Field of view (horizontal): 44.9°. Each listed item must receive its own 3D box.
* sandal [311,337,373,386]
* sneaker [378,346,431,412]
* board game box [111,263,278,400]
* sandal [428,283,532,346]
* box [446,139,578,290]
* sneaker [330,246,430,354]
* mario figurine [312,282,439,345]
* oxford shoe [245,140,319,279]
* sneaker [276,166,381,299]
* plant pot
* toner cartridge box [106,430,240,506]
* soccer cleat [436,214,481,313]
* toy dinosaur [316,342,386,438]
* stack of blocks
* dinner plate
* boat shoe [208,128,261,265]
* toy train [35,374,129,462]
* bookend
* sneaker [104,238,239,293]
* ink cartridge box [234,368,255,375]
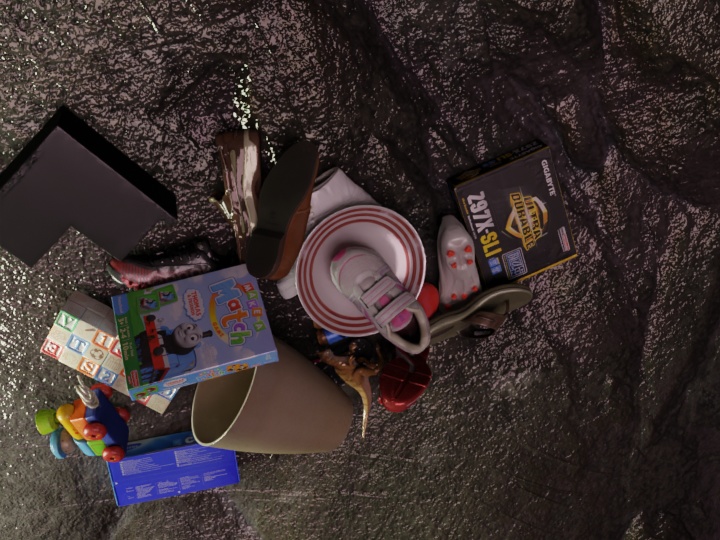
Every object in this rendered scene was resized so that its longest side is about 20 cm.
[{"bbox_3d":[-0.067,0.174,1.417,0.200,0.045,0.075,-36,124,-12],"label":"sandal"},{"bbox_3d":[0.065,0.192,1.370,0.078,0.200,0.116,17,117,9],"label":"sneaker"},{"bbox_3d":[-0.227,0.079,1.191,0.200,0.151,0.037,-14,147,-10],"label":"board game box"},{"bbox_3d":[0.180,0.083,1.360,0.201,0.057,0.080,-26,150,-6],"label":"sandal"},{"bbox_3d":[0.239,-0.082,1.364,0.160,0.049,0.200,-22,118,-1],"label":"box"},{"bbox_3d":[0.039,0.044,1.243,0.081,0.088,0.200,-46,113,-1],"label":"sneaker"},{"bbox_3d":[0.024,0.054,1.373,0.200,0.123,0.106,-11,76,0],"label":"mario figurine"},{"bbox_3d":[-0.099,-0.083,1.218,0.071,0.071,0.200,14,98,-60],"label":"oxford shoe"},{"bbox_3d":[-0.077,-0.061,1.287,0.200,0.074,0.116,-47,114,0],"label":"sneaker"},{"bbox_3d":[-0.118,0.197,1.295,0.200,0.187,0.187,26,106,-29],"label":"plant pot"},{"bbox_3d":[-0.302,0.316,1.419,0.200,0.043,0.095,-9,115,-10],"label":"toner cartridge box"},{"bbox_3d":[0.152,0.000,1.373,0.069,0.078,0.200,-10,136,-2],"label":"soccer cleat"},{"bbox_3d":[-0.004,0.169,1.400,0.106,0.060,0.200,-32,126,3],"label":"toy dinosaur"},{"bbox_3d":[-0.345,0.109,1.268,0.200,0.059,0.115,29,117,-11],"label":"stack of blocks"},{"bbox_3d":[0.000,0.000,1.278,0.200,0.024,0.200,-4,106,-16],"label":"dinner plate"},{"bbox_3d":[-0.178,-0.101,1.242,0.075,0.075,0.203,-1,104,-4],"label":"boat shoe"},{"bbox_3d":[-0.430,0.214,1.296,0.116,0.085,0.200,-10,139,5],"label":"toy train"},{"bbox_3d":[-0.390,-0.078,1.185,0.199,0.092,0.200,-45,118,11],"label":"bookend"},{"bbox_3d":[-0.263,-0.006,1.263,0.200,0.071,0.098,10,112,-20],"label":"sneaker"},{"bbox_3d":[-0.218,0.124,1.353,0.200,0.039,0.099,39,101,-27],"label":"ink cartridge box"}]
